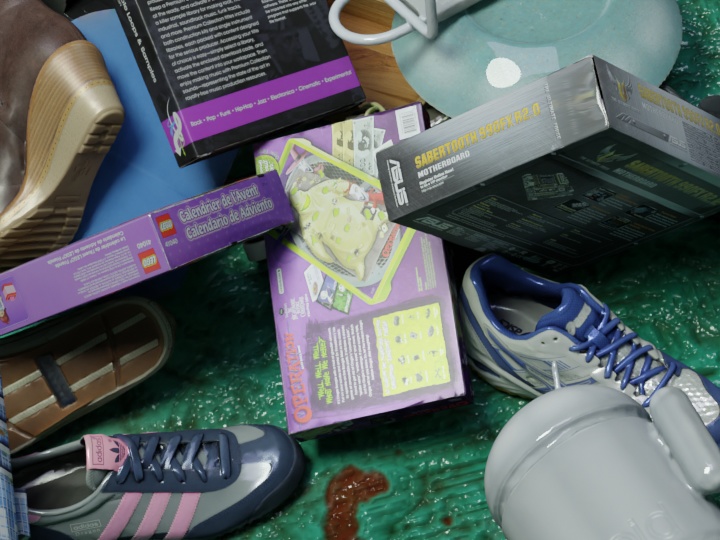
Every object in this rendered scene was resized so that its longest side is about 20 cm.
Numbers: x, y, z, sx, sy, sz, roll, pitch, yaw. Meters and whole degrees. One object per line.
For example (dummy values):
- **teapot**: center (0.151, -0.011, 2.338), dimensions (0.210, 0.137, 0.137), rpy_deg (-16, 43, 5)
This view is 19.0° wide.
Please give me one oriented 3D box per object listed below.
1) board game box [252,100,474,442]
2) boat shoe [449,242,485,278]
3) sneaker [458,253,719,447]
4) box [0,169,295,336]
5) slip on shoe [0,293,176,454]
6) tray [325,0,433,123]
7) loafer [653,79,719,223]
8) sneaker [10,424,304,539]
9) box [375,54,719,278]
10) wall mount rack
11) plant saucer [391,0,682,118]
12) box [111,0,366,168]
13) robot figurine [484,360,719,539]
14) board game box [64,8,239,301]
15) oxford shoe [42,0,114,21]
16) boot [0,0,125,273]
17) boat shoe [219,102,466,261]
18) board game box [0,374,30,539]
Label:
- **board game box**: center (0.000, 0.000, 1.373), dimensions (0.119, 0.032, 0.201), rpy_deg (-11, 70, 11)
- **boat shoe**: center (0.044, -0.031, 1.437), dimensions (0.200, 0.072, 0.076), rpy_deg (-41, 46, -17)
- **sneaker**: center (0.142, 0.057, 1.339), dimensions (0.199, 0.088, 0.075), rpy_deg (23, 60, 24)
- **box**: center (-0.158, -0.006, 1.373), dimensions (0.199, 0.039, 0.137), rpy_deg (-20, 3, 35)
- **slip on shoe**: center (-0.213, 0.070, 1.423), dimensions (0.199, 0.061, 0.076), rpy_deg (-27, 94, 8)
- **tray**: center (-0.023, -0.161, 1.560), dimensions (0.199, 0.037, 0.099), rpy_deg (22, 62, 23)
- **loafer**: center (0.228, -0.086, 1.434), dimensions (0.070, 0.068, 0.200), rpy_deg (-46, 55, -10)
- **sneaker**: center (-0.135, 0.130, 1.346), dimensions (0.199, 0.082, 0.070), rpy_deg (-16, 52, 0)
- **box**: center (0.129, -0.059, 1.323), dimensions (0.158, 0.200, 0.049), rpy_deg (-24, 67, 31)
- **wall mount rack**: center (0.048, -0.240, 1.447), dimensions (0.199, 0.075, 0.174), rpy_deg (-30, 50, -17)
- **plant saucer**: center (0.119, -0.177, 1.459), dimensions (0.200, 0.039, 0.202), rpy_deg (-2, 51, 3)
- **box**: center (-0.094, -0.182, 1.420), dimensions (0.143, 0.036, 0.201), rpy_deg (-21, 90, -34)
- **robot figurine**: center (0.147, 0.147, 1.257), dimensions (0.170, 0.113, 0.200), rpy_deg (-49, 52, 18)
- **board game box**: center (-0.155, -0.078, 1.487), dimensions (0.158, 0.039, 0.201), rpy_deg (28, 104, 21)
- **oxford shoe**: center (-0.185, -0.147, 1.568), dimensions (0.073, 0.085, 0.200), rpy_deg (-22, 65, -46)
- **boot**: center (-0.250, -0.096, 1.484), dimensions (0.200, 0.072, 0.166), rpy_deg (-53, 59, 22)
- **boat shoe**: center (0.001, -0.077, 1.454), dimensions (0.201, 0.072, 0.060), rpy_deg (-28, 99, 1)
- **board game box**: center (-0.261, 0.171, 1.304), dimensions (0.200, 0.061, 0.201), rpy_deg (-36, 55, 40)
